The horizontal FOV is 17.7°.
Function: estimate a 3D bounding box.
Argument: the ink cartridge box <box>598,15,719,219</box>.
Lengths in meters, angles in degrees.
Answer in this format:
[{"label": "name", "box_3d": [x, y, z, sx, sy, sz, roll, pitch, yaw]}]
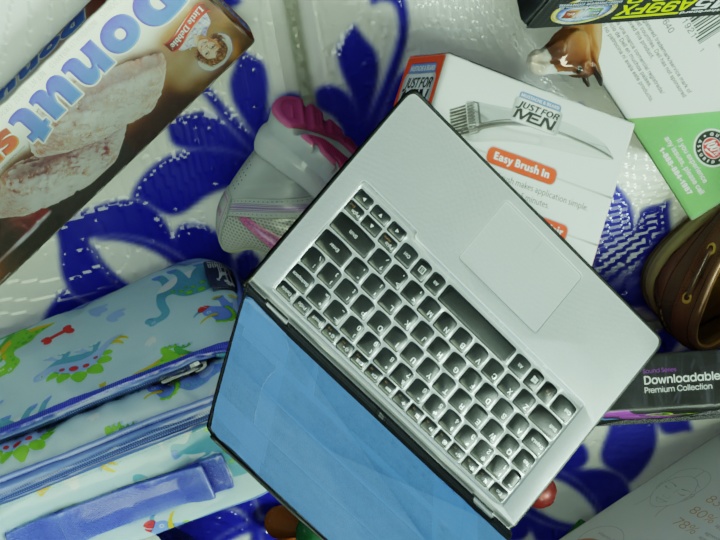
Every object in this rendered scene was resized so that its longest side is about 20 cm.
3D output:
[{"label": "ink cartridge box", "box_3d": [0.211, -0.147, 1.196, 0.199, 0.084, 0.145, -33, 118, 8]}]

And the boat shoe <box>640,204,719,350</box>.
[{"label": "boat shoe", "box_3d": [0.238, -0.034, 1.269, 0.072, 0.068, 0.200, 33, 107, -24]}]

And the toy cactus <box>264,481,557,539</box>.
[{"label": "toy cactus", "box_3d": [0.023, 0.136, 1.279, 0.199, 0.103, 0.165, -12, 155, -7]}]

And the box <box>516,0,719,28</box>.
[{"label": "box", "box_3d": [0.137, -0.218, 1.087, 0.159, 0.044, 0.201, -6, 76, -18]}]

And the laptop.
[{"label": "laptop", "box_3d": [0.043, 0.051, 1.078, 0.187, 0.116, 0.200, 44, 80, -17]}]

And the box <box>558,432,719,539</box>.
[{"label": "box", "box_3d": [0.200, 0.182, 1.302, 0.199, 0.124, 0.098, -30, 120, -22]}]

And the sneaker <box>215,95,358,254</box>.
[{"label": "sneaker", "box_3d": [0.000, 0.000, 1.242, 0.088, 0.081, 0.200, -43, 108, 14]}]

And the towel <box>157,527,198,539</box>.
[{"label": "towel", "box_3d": [-0.186, 0.207, 1.331, 0.147, 0.050, 0.200, 33, 107, -34]}]

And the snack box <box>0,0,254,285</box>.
[{"label": "snack box", "box_3d": [-0.150, -0.078, 1.198, 0.200, 0.024, 0.072, -42, 115, 13]}]

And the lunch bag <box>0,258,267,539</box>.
[{"label": "lunch bag", "box_3d": [-0.134, 0.080, 1.207, 0.199, 0.161, 0.083, -21, 119, 2]}]

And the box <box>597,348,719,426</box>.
[{"label": "box", "box_3d": [0.184, 0.063, 1.274, 0.199, 0.143, 0.036, -4, 84, -10]}]

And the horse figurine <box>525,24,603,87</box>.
[{"label": "horse figurine", "box_3d": [0.057, -0.190, 1.108, 0.132, 0.201, 0.050, 1, 160, -38]}]

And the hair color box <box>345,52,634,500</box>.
[{"label": "hair color box", "box_3d": [0.052, 0.003, 1.172, 0.110, 0.064, 0.201, 18, 89, -19]}]

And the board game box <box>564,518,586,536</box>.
[{"label": "board game box", "box_3d": [0.163, 0.262, 1.427, 0.200, 0.040, 0.153, 34, 107, -24]}]

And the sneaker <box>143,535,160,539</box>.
[{"label": "sneaker", "box_3d": [-0.173, 0.188, 1.243, 0.199, 0.078, 0.091, -6, 159, 1]}]
